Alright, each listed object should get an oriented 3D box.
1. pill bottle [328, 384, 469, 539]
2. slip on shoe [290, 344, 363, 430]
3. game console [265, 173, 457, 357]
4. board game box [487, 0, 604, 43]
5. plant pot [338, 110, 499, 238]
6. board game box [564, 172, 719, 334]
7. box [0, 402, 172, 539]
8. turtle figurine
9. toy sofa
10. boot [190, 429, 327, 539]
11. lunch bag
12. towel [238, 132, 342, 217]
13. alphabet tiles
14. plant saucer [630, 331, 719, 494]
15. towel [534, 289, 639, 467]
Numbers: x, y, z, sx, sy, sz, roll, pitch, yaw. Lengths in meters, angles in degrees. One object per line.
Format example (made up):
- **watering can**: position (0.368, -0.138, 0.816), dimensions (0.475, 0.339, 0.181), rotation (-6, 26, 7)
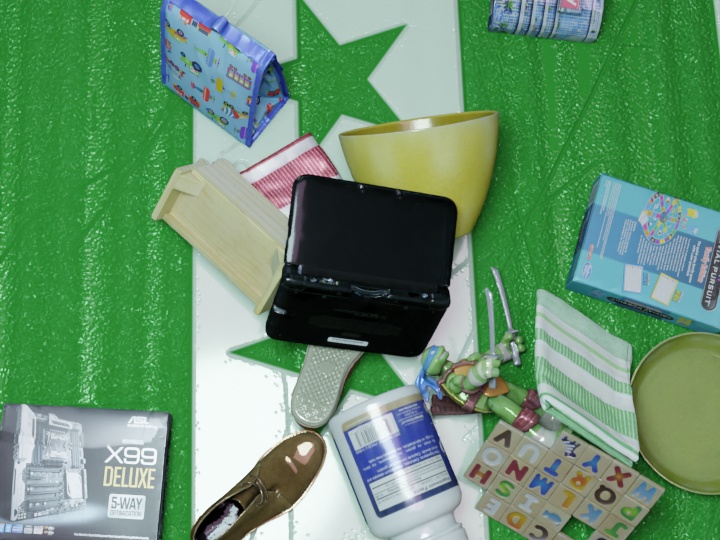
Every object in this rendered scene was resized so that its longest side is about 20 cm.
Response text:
- **pill bottle**: position (0.051, 0.248, 1.280), dimensions (0.119, 0.120, 0.201), rotation (-21, 79, -8)
- **slip on shoe**: position (-0.034, 0.107, 1.342), dimensions (0.074, 0.061, 0.201), rotation (24, 63, 0)
- **game console**: position (0.000, 0.000, 1.281), dimensions (0.198, 0.176, 0.117), rotation (8, 50, -13)
- **board game box**: position (0.281, -0.416, 1.464), dimensions (0.198, 0.062, 0.202), rotation (5, 91, -1)
- **plant pot**: position (0.081, -0.112, 1.351), dimensions (0.198, 0.200, 0.143), rotation (-10, 102, -6)
- **board game box**: position (0.380, -0.020, 1.402), dimensions (0.199, 0.047, 0.152), rotation (18, 76, 1)
- **box**: position (-0.329, 0.243, 1.294), dimensions (0.198, 0.050, 0.159), rotation (4, 76, -2)
- **turtle figurine**: position (0.183, 0.118, 1.309), dimensions (0.194, 0.144, 0.200), rotation (38, 81, 2)
- **toy sofa**: position (-0.151, -0.046, 1.352), dimensions (0.200, 0.097, 0.083), rotation (41, 120, 13)
- **boot**: position (-0.117, 0.263, 1.289), dimensions (0.200, 0.076, 0.074), rotation (-41, 80, -13)
- **lunch bag**: position (-0.174, -0.261, 1.350), dimensions (0.150, 0.200, 0.094), rotation (36, 77, 5)
- **towel**: position (-0.071, -0.064, 1.400), dimensions (0.143, 0.023, 0.201), rotation (-31, 80, -11)
- **alphabet tiles**: position (0.228, 0.260, 1.283), dimensions (0.199, 0.168, 0.008), rotation (30, 34, 4)
- **plant saucer**: position (0.427, 0.179, 1.365), dimensions (0.198, 0.031, 0.202), rotation (1, 75, -3)
- **towel**: position (0.269, 0.122, 1.296), dimensions (0.152, 0.023, 0.201), rotation (32, 37, -14)
